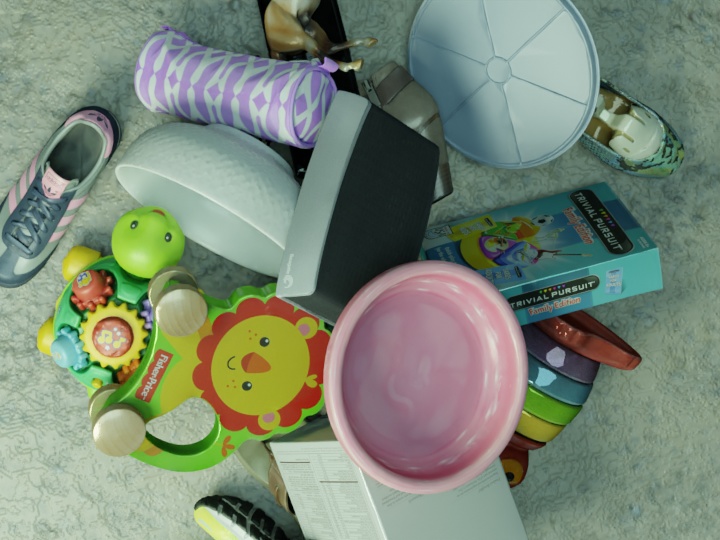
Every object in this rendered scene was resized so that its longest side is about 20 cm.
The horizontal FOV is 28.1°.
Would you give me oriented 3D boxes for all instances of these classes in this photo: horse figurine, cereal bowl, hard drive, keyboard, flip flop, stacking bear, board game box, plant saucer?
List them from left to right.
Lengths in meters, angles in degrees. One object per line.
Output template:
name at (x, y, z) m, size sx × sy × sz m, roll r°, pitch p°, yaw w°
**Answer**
cereal bowl at (-0.121, -0.075, 1.334) m, size 0.200 × 0.200 × 0.084 m, roll 31°, pitch 75°, yaw -6°
keyboard at (-0.057, -0.186, 1.395) m, size 0.104 × 0.040 × 0.201 m, roll -13°, pitch 77°, yaw 4°
flip flop at (-0.055, 0.215, 1.424) m, size 0.081 × 0.058 × 0.200 m, roll -33°, pitch 96°, yaw -2°
horse figurine at (-0.041, -0.253, 1.358) m, size 0.132 × 0.050 × 0.201 m, roll 11°, pitch 86°, yaw 21°
hard drive at (0.004, -0.048, 1.298) m, size 0.135 × 0.042 × 0.201 m, roll 29°, pitch 71°, yaw -38°
plant saucer at (0.052, 0.091, 1.255) m, size 0.200 × 0.051 × 0.202 m, roll -1°, pitch 92°, yaw -29°
stacking bear at (0.161, 0.129, 1.413) m, size 0.121 × 0.114 × 0.201 m, roll 23°, pitch 104°, yaw -32°
board game box at (0.167, -0.012, 1.377) m, size 0.199 × 0.151 × 0.047 m, roll -15°, pitch 120°, yaw -4°

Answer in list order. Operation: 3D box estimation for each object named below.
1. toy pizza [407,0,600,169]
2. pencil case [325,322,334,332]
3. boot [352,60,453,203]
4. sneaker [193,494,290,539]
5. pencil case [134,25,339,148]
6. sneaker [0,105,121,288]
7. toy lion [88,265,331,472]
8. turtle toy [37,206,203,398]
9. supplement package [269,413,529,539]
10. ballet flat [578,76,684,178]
toy pizza at (0.137, -0.195, 1.379) m, size 0.199 × 0.032 × 0.201 m, roll 13°, pitch 119°, yaw 25°
pencil case at (-0.040, 0.080, 1.400) m, size 0.199 × 0.085 × 0.093 m, roll -11°, pitch 51°, yaw -3°
boot at (-0.008, -0.105, 1.407) m, size 0.199 × 0.070 × 0.147 m, roll -28°, pitch 87°, yaw 4°
sneaker at (-0.098, 0.306, 1.421) m, size 0.200 × 0.078 × 0.090 m, roll 44°, pitch 99°, yaw -3°
pencil case at (-0.115, -0.171, 1.337) m, size 0.199 × 0.084 × 0.086 m, roll 15°, pitch 94°, yaw 27°
sneaker at (-0.300, -0.071, 1.370) m, size 0.070 × 0.082 × 0.201 m, roll 30°, pitch 91°, yaw -7°
toy lion at (-0.126, 0.098, 1.322) m, size 0.191 × 0.069 × 0.201 m, roll 26°, pitch 99°, yaw -21°
turtle toy at (-0.223, 0.033, 1.369) m, size 0.145 × 0.101 × 0.201 m, roll 19°, pitch 98°, yaw -6°
supplement package at (0.041, 0.224, 1.361) m, size 0.151 × 0.150 × 0.201 m, roll -24°, pitch 96°, yaw -33°
ballet flat at (0.238, -0.153, 1.417) m, size 0.199 × 0.074 × 0.074 m, roll 30°, pitch 91°, yaw -7°
